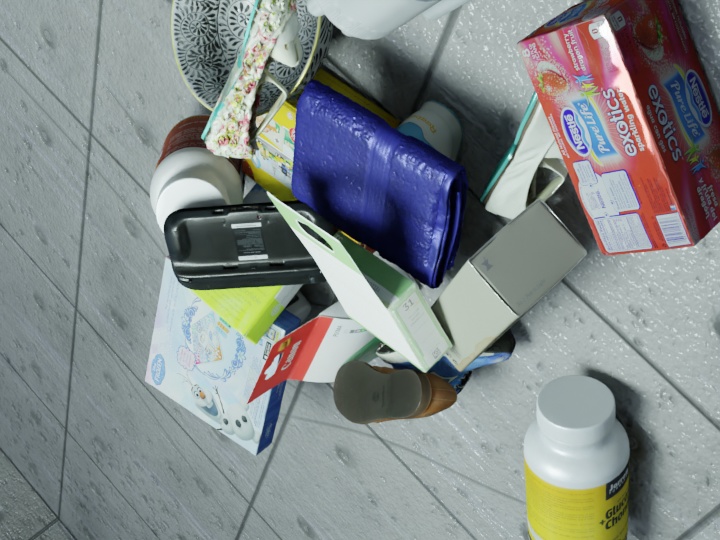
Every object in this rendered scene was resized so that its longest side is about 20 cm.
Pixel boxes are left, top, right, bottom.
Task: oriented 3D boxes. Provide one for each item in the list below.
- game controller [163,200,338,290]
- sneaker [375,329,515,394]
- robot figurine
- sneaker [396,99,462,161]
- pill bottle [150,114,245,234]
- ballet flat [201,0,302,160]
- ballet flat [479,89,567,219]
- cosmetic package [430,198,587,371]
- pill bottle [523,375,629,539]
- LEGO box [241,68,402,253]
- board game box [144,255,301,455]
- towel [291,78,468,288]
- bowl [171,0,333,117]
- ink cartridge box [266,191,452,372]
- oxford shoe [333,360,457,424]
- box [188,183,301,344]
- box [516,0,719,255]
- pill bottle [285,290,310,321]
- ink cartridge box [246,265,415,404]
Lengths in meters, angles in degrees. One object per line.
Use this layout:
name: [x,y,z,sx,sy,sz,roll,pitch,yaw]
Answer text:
game controller: [-0.120,-0.028,1.272,0.196,0.042,0.106,-4,118,6]
sneaker: [0.109,0.094,1.303,0.089,0.079,0.199,47,150,-22]
robot figurine: [0.029,-0.282,1.023,0.168,0.115,0.199,21,157,-28]
sneaker: [0.057,-0.077,1.198,0.076,0.081,0.202,28,139,31]
pill bottle: [-0.194,-0.106,1.370,0.201,0.110,0.114,-97,-11,-65]
ballet flat: [-0.093,-0.198,1.108,0.063,0.076,0.202,24,114,-2]
ballet flat: [0.169,-0.113,1.054,0.069,0.069,0.201,44,149,15]
cosmetic package: [0.136,0.020,1.129,0.073,0.103,0.200,48,160,7]
pill bottle: [0.229,0.215,1.208,0.111,0.112,0.203,24,136,37]
LEGO box: [-0.041,-0.131,1.275,0.199,0.077,0.150,37,144,24]
board game box: [-0.182,0.105,1.475,0.197,0.043,0.203,29,122,21]
towel: [0.018,-0.089,1.126,0.199,0.049,0.149,33,137,25]
bowl: [-0.095,-0.258,1.190,0.198,0.094,0.205,2,93,34]
ink cartridge box: [0.000,0.000,1.142,0.145,0.048,0.201,34,161,48]
oxford shoe: [0.036,0.145,1.314,0.199,0.070,0.073,0,83,56]
box: [-0.114,-0.027,1.389,0.121,0.201,0.048,36,174,23]
box: [0.224,-0.124,0.935,0.099,0.095,0.202,-7,113,52]
pill bottle: [-0.167,0.010,1.526,0.201,0.111,0.112,49,146,9]
ink cartridge box: [-0.033,0.091,1.347,0.050,0.199,0.162,47,146,14]
